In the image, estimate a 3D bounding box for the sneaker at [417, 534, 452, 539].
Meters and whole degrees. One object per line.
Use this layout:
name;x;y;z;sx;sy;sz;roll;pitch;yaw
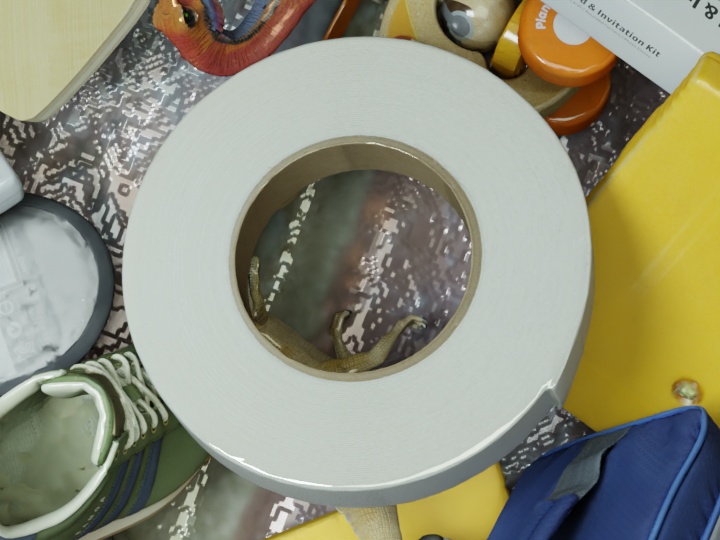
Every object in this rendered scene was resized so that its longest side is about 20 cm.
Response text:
sneaker;-0.041;0.177;1.211;0.200;0.079;0.095;-43;76;-5

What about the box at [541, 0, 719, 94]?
box;0.174;-0.164;1.220;0.156;0.041;0.200;35;61;-2

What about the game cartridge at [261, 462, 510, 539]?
game cartridge;0.017;0.207;1.258;0.176;0.032;0.201;-21;88;-3

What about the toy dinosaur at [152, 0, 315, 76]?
toy dinosaur;-0.010;-0.165;1.180;0.199;0.105;0.182;6;71;29

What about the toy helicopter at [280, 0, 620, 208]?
toy helicopter;0.014;-0.096;1.233;0.199;0.079;0.133;-31;76;-9

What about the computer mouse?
computer mouse;-0.203;0.023;1.238;0.199;0.053;0.139;-16;84;6

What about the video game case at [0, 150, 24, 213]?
video game case;-0.274;-0.047;1.199;0.199;0.022;0.182;-32;62;-8

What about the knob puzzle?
knob puzzle;-0.141;-0.164;1.204;0.219;0.030;0.221;-3;86;38

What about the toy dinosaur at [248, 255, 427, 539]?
toy dinosaur;0.001;0.079;1.223;0.101;0.058;0.200;-15;58;-25

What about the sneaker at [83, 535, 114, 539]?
sneaker;-0.201;0.133;1.226;0.199;0.071;0.098;-10;83;0

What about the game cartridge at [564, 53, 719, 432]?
game cartridge;0.172;0.017;1.195;0.176;0.032;0.200;36;130;-2

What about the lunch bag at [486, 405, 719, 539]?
lunch bag;0.106;0.162;1.167;0.132;0.136;0.200;44;49;-17

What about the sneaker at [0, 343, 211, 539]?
sneaker;-0.114;0.072;1.173;0.200;0.090;0.067;-34;76;-37

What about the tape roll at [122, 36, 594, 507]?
tape roll;0.000;0.000;1.157;0.202;0.037;0.204;-2;72;7
